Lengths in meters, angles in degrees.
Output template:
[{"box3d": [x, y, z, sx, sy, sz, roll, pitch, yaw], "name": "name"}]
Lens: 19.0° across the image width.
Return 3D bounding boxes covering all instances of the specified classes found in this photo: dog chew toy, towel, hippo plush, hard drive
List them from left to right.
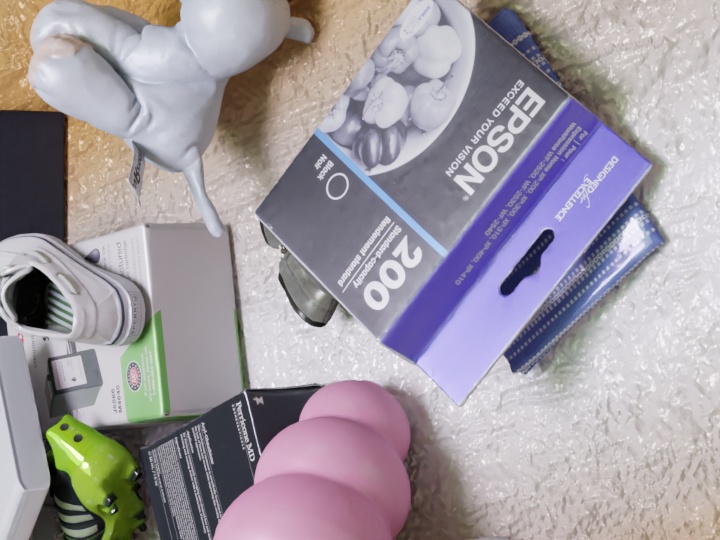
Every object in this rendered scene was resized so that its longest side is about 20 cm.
[{"box3d": [-0.283, 0.159, 1.681, 0.200, 0.027, 0.132, 119, 141, -52], "name": "hard drive"}, {"box3d": [-0.136, -0.167, 1.540, 0.161, 0.159, 0.200, -48, 39, 24], "name": "hippo plush"}, {"box3d": [-0.022, 0.156, 1.433, 0.124, 0.124, 0.200, -28, 29, 44], "name": "dog chew toy"}, {"box3d": [0.100, -0.052, 1.390, 0.145, 0.024, 0.200, -47, 60, 31], "name": "towel"}]

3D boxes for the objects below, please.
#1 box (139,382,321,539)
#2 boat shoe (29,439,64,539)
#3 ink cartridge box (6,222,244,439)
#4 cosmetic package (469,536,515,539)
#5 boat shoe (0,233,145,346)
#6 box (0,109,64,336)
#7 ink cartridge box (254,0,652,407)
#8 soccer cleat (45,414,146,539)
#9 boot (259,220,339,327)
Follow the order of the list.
[{"box3d": [-0.071, 0.199, 1.547, 0.141, 0.079, 0.201, -31, 69, 47], "name": "box"}, {"box3d": [-0.251, 0.217, 1.762, 0.071, 0.070, 0.202, 14, 106, 34], "name": "boat shoe"}, {"box3d": [-0.186, 0.050, 1.661, 0.200, 0.084, 0.146, -13, 82, 47], "name": "ink cartridge box"}, {"box3d": [0.094, 0.261, 1.306, 0.200, 0.165, 0.166, 2, 92, 48], "name": "cosmetic package"}, {"box3d": [-0.242, 0.012, 1.608, 0.200, 0.067, 0.074, 9, 97, 48], "name": "boat shoe"}, {"box3d": [-0.341, -0.035, 1.812, 0.182, 0.104, 0.201, 5, 96, 48], "name": "box"}, {"box3d": [0.053, -0.051, 1.361, 0.200, 0.043, 0.198, 44, 102, 32], "name": "ink cartridge box"}, {"box3d": [-0.210, 0.173, 1.662, 0.081, 0.067, 0.200, 40, 152, 15], "name": "soccer cleat"}, {"box3d": [0.000, 0.000, 1.480, 0.131, 0.067, 0.201, -53, 48, 40], "name": "boot"}]
